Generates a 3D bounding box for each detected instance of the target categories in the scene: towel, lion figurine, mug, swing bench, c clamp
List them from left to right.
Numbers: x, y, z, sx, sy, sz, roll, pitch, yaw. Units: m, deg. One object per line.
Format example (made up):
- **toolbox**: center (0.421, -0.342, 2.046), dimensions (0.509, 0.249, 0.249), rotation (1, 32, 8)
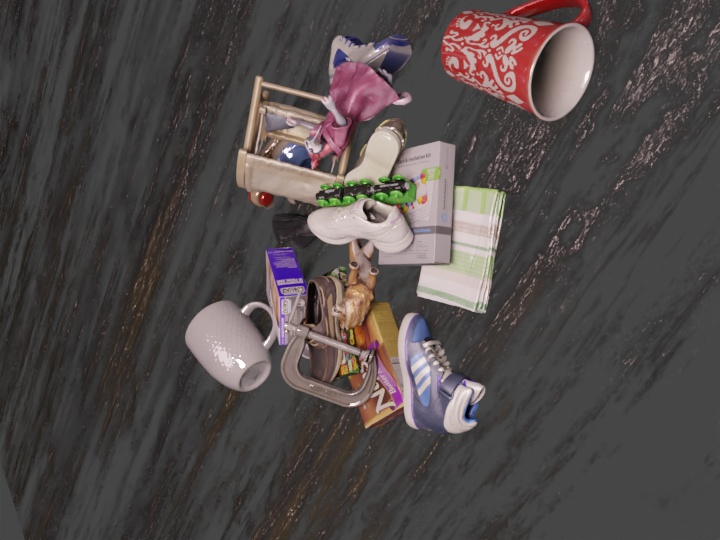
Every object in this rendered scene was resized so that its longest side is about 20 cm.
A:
- **mug**: center (-0.264, 0.159, 1.487), dimensions (0.200, 0.148, 0.175), rotation (-47, 58, -2)
- **swing bench**: center (-0.116, -0.230, 1.254), dimensions (0.130, 0.197, 0.202), rotation (-143, 67, -88)
- **c clamp**: center (-0.054, 0.149, 1.175), dimensions (0.172, 0.198, 0.027), rotation (-63, 6, 11)
- **lion figurine**: center (0.000, 0.000, 1.212), dimensions (0.123, 0.072, 0.201), rotation (101, -178, -50)
- **towel**: center (0.161, -0.041, 1.117), dimensions (0.148, 0.031, 0.202), rotation (14, 99, 44)
- **mug**: center (0.240, -0.325, 1.001), dimensions (0.200, 0.177, 0.134), rotation (36, 150, 45)

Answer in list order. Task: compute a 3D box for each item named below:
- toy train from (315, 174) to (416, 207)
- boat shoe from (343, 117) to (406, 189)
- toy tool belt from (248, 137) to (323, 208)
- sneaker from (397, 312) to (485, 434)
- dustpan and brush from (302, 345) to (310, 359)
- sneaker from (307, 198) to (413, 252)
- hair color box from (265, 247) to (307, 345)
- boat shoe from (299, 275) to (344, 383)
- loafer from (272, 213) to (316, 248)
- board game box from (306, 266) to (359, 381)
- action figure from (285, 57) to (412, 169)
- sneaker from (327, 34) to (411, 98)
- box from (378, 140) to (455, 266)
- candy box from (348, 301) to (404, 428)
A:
- **toy train**: center (0.008, -0.132, 1.162), dimensions (0.198, 0.056, 0.042), rotation (-2, 71, 37)
- **boat shoe**: center (0.027, -0.185, 1.178), dimensions (0.072, 0.061, 0.202), rotation (33, 143, -1)
- **toy tool belt**: center (-0.141, -0.205, 1.362), dimensions (0.122, 0.125, 0.201), rotation (32, 94, 36)
- **sneaker**: center (0.143, 0.167, 1.106), dimensions (0.145, 0.080, 0.203), rotation (-8, 80, 37)
- **dustpan and brush**: center (-0.076, 0.136, 1.335), dimensions (0.200, 0.057, 0.141), rotation (38, 115, 38)
- **sneaker**: center (-0.007, -0.092, 1.135), dimensions (0.198, 0.100, 0.075), rotation (9, 56, 28)
- **hair color box**: center (-0.148, 0.047, 1.339), dimensions (0.200, 0.064, 0.110), rotation (-120, 29, -58)
- **boat shoe**: center (-0.080, 0.108, 1.223), dimensions (0.074, 0.073, 0.203), rotation (-6, 80, 47)
- **loafer**: center (-0.115, -0.080, 1.380), dimensions (0.200, 0.068, 0.071), rotation (8, 103, 51)
- **board game box**: center (-0.054, 0.104, 1.268), dimensions (0.104, 0.023, 0.202), rotation (-27, 64, 45)
- **action figure**: center (-0.030, -0.259, 1.156), dimensions (0.134, 0.148, 0.201), rotation (22, 84, 60)
- **sneaker**: center (-0.004, -0.404, 1.259), dimensions (0.199, 0.080, 0.116), rotation (-25, 74, 44)
- **box**: center (0.095, -0.110, 1.156), dimensions (0.155, 0.041, 0.203), rotation (0, 85, 55)
- **candy box**: center (0.030, 0.173, 1.229), dimensions (0.116, 0.056, 0.202), rotation (-38, 60, 39)
